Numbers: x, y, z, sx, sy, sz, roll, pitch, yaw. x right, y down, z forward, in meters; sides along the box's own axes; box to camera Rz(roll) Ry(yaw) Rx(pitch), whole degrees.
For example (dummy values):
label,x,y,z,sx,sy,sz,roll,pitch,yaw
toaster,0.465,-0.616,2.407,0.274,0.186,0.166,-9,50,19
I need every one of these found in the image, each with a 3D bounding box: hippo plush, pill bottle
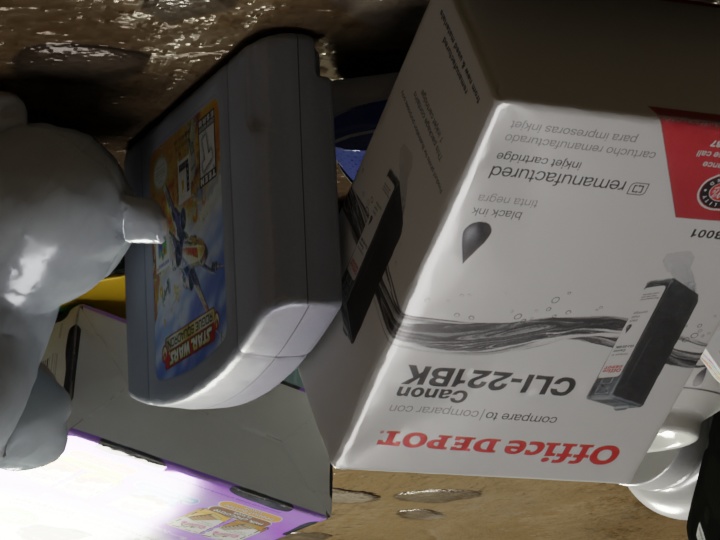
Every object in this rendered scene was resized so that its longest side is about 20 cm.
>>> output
label,x,y,z,sx,sy,sz,roll,pitch,yaw
hippo plush,-0.179,-0.003,1.114,0.159,0.162,0.200,28,-174,0
pill bottle,0.238,0.113,1.680,0.111,0.112,0.199,-12,162,39

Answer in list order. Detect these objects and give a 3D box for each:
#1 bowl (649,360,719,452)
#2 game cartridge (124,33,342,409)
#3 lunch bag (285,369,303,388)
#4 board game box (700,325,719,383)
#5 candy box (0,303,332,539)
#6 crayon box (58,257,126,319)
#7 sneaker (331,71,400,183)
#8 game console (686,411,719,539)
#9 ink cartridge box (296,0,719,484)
label,x,y,z,sx,sy,sz,roll,pitch,yaw
bowl,0.149,0.053,1.465,0.199,0.095,0.201,-1,165,0
game cartridge,-0.061,-0.010,1.106,0.041,0.134,0.200,7,164,-22
lunch bag,-0.067,0.057,1.455,0.198,0.078,0.160,-3,179,12
board game box,0.208,-0.007,1.188,0.134,0.034,0.200,-44,160,3
candy box,-0.140,0.102,1.329,0.167,0.072,0.199,23,147,-35
crayon box,-0.210,0.017,1.300,0.198,0.059,0.173,-8,164,-2
sneaker,0.046,-0.016,1.130,0.080,0.116,0.199,-7,165,18
game console,0.270,0.109,1.487,0.115,0.177,0.200,13,-172,2
ink cartridge box,0.073,-0.011,1.024,0.143,0.084,0.201,5,132,-23
